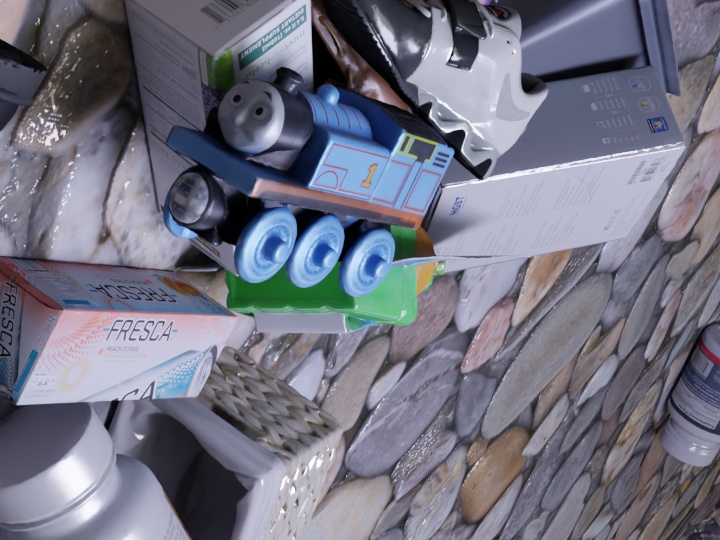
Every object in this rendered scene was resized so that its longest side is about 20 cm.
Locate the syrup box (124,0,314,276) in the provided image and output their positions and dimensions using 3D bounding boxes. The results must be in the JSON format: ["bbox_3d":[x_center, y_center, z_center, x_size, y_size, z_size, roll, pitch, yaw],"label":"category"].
[{"bbox_3d":[-0.080,-0.097,0.982,0.079,0.081,0.200,-39,150,-26],"label":"syrup box"}]

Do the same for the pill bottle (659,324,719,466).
[{"bbox_3d":[0.541,0.195,2.464,0.119,0.119,0.200,-19,137,-54],"label":"pill bottle"}]

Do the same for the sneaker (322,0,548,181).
[{"bbox_3d":[0.048,-0.142,0.974,0.089,0.074,0.200,-46,139,4],"label":"sneaker"}]

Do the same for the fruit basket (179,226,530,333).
[{"bbox_3d":[0.000,0.000,1.150,0.200,0.185,0.094,8,83,-61],"label":"fruit basket"}]

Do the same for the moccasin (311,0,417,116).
[{"bbox_3d":[-0.015,-0.128,1.030,0.078,0.074,0.202,-30,131,-15],"label":"moccasin"}]

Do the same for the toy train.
[{"bbox_3d":[-0.032,-0.054,0.934,0.200,0.087,0.115,10,107,-57],"label":"toy train"}]

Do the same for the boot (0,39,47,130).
[{"bbox_3d":[-0.240,-0.049,0.744,0.158,0.079,0.211,-59,156,7],"label":"boot"}]

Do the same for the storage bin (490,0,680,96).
[{"bbox_3d":[0.154,-0.197,1.255,0.134,0.146,0.200,-27,154,2],"label":"storage bin"}]

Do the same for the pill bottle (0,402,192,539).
[{"bbox_3d":[-0.171,0.185,1.050,0.114,0.114,0.200,-42,123,-29],"label":"pill bottle"}]

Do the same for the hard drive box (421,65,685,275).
[{"bbox_3d":[0.129,-0.074,1.255,0.199,0.077,0.156,-11,156,-15],"label":"hard drive box"}]

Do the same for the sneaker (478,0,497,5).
[{"bbox_3d":[0.061,-0.185,1.032,0.088,0.081,0.200,-17,153,8],"label":"sneaker"}]

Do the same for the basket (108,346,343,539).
[{"bbox_3d":[-0.113,0.172,1.193,0.123,0.135,0.200,-25,142,-53],"label":"basket"}]

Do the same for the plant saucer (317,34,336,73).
[{"bbox_3d":[0.012,-0.157,1.143,0.200,0.031,0.200,-43,153,-28],"label":"plant saucer"}]

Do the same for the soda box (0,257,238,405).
[{"bbox_3d":[-0.163,0.040,1.019,0.069,0.064,0.200,-61,155,11],"label":"soda box"}]
